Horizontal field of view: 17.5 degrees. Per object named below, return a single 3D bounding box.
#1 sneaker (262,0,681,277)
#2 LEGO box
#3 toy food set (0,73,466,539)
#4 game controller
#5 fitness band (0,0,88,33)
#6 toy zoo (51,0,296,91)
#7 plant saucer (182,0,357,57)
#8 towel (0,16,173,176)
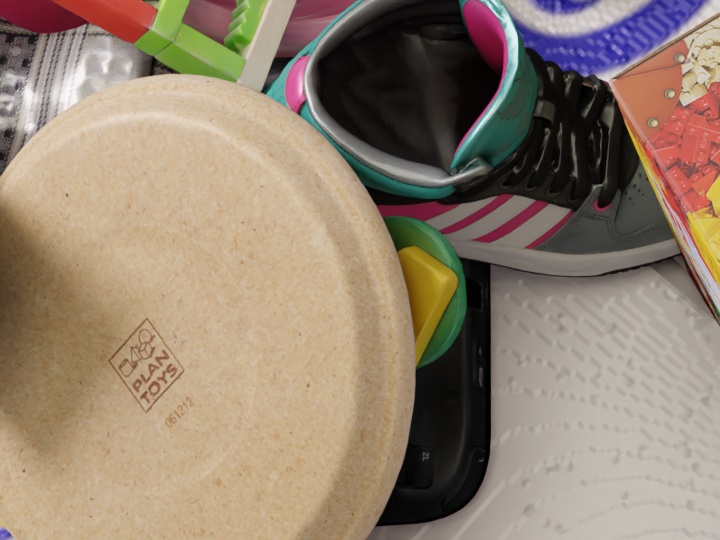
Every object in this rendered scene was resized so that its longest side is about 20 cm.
[{"bbox_3d":[0.058,-0.055,0.838,0.198,0.121,0.084,1,73,-7],"label":"sneaker"},{"bbox_3d":[0.163,0.012,0.770,0.077,0.200,0.150,-30,67,5],"label":"LEGO box"},{"bbox_3d":[-0.062,0.034,0.815,0.197,0.049,0.201,36,108,24],"label":"toy food set"},{"bbox_3d":[0.000,0.000,0.914,0.104,0.042,0.202,-8,71,29],"label":"game controller"},{"bbox_3d":[-0.148,-0.188,0.918,0.037,0.144,0.202,-18,74,11],"label":"fitness band"},{"bbox_3d":[-0.102,-0.163,0.847,0.199,0.020,0.132,28,65,-19],"label":"toy zoo"},{"bbox_3d":[-0.048,-0.176,0.922,0.199,0.051,0.202,7,73,-24],"label":"plant saucer"},{"bbox_3d":[-0.168,-0.103,0.989,0.191,0.035,0.202,9,76,19],"label":"towel"}]
